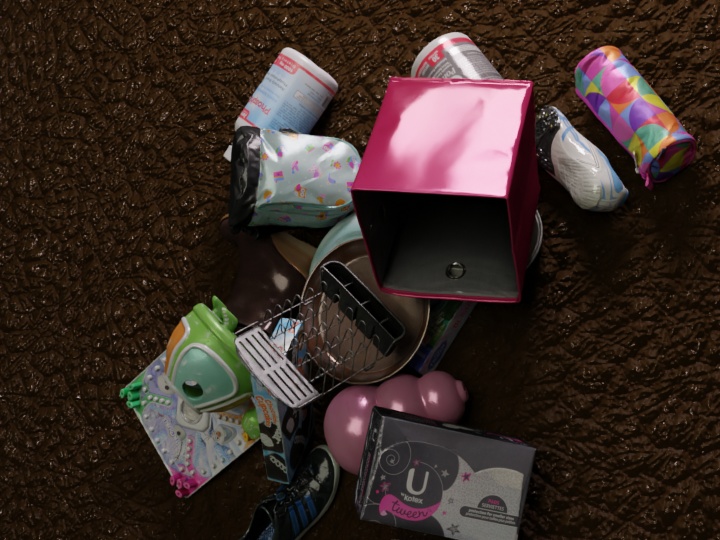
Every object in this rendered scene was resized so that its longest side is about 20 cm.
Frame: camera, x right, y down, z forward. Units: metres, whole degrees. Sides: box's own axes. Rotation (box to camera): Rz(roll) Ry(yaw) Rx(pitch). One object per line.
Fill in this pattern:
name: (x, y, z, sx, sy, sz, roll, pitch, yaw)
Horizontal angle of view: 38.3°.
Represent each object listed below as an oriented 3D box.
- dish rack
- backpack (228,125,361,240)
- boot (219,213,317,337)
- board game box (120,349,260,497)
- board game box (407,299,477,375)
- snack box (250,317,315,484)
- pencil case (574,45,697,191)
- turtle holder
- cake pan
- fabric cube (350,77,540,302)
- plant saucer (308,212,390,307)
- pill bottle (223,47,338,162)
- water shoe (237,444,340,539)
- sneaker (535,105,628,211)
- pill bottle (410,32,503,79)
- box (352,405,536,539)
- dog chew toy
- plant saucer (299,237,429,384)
dish rack: (-0.058, 0.087, 1.344, 0.199, 0.055, 0.153, -28, 59, -34)
backpack: (-0.093, -0.131, 1.547, 0.197, 0.127, 0.170, 5, 80, -14)
boot: (-0.173, 0.003, 1.589, 0.198, 0.073, 0.167, 22, 61, 25)
board game box: (-0.257, 0.211, 1.571, 0.199, 0.026, 0.201, -40, 75, 23)
board game box: (0.074, 0.015, 1.492, 0.199, 0.041, 0.201, 33, 91, 33)
snack box: (-0.104, 0.180, 1.427, 0.036, 0.202, 0.117, 7, 39, 15)
pencil case: (0.362, -0.207, 1.381, 0.088, 0.088, 0.202, -36, 58, 14)
turtle holder: (-0.196, 0.140, 1.470, 0.132, 0.186, 0.141, -45, 37, -7)
cake pan: (0.151, -0.060, 1.431, 0.197, 0.037, 0.203, -7, 52, 9)
fabric cube: (0.118, -0.102, 1.320, 0.193, 0.201, 0.201, 3, 51, 17)
plant saucer: (0.000, 0.000, 1.491, 0.198, 0.039, 0.204, -10, 68, 27)
pill bottle: (-0.131, -0.243, 1.654, 0.108, 0.108, 0.201, 35, 92, 33)
water shoe: (-0.100, 0.335, 1.461, 0.071, 0.079, 0.202, 32, 91, 33)
sneaker: (0.296, -0.151, 1.418, 0.072, 0.072, 0.201, -60, 39, 34)
pill bottle: (0.164, -0.237, 1.485, 0.110, 0.110, 0.201, -40, 59, 12)
box: (0.101, 0.258, 1.290, 0.197, 0.115, 0.134, 13, 87, -4)
dog chew toy: (0.051, 0.197, 1.402, 0.198, 0.125, 0.126, -24, 63, 12)
plant saucer: (0.009, 0.056, 1.427, 0.197, 0.034, 0.204, -6, 77, 26)
